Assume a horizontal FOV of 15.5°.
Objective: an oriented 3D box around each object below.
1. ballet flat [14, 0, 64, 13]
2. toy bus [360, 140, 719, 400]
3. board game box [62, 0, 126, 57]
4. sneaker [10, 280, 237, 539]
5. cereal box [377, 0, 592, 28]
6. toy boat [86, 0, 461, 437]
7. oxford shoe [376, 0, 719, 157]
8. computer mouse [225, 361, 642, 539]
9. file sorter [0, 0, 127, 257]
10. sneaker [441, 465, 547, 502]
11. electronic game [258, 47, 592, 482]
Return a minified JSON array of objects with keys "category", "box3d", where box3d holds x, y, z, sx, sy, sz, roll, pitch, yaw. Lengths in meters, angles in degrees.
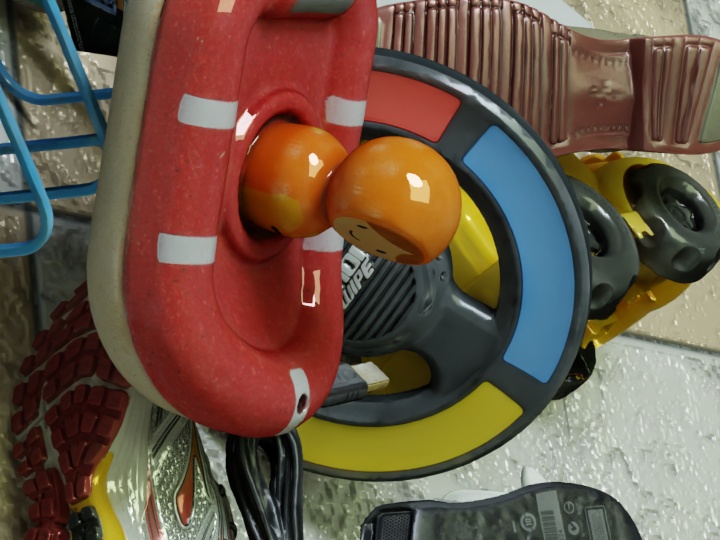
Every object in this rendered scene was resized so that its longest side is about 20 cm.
[{"category":"ballet flat","box3d":[-0.140,-0.203,1.203,0.067,0.068,0.201,38,51,-48]},{"category":"toy bus","box3d":[0.056,-0.035,1.274,0.200,0.136,0.192,-15,65,-50]},{"category":"board game box","box3d":[-0.092,-0.172,1.087,0.023,0.104,0.201,-53,144,-41]},{"category":"sneaker","box3d":[-0.095,0.089,1.087,0.082,0.078,0.201,22,64,-42]},{"category":"cereal box","box3d":[-0.007,-0.141,1.248,0.199,0.040,0.144,0,34,-39]},{"category":"toy boat","box3d":[-0.021,-0.032,1.022,0.130,0.130,0.201,-9,111,-58]},{"category":"oxford shoe","box3d":[0.077,-0.083,1.205,0.199,0.075,0.071,8,90,-21]},{"category":"computer mouse","box3d":[0.026,0.106,1.122,0.199,0.046,0.141,-8,76,-33]},{"category":"file sorter","box3d":[-0.162,-0.080,1.041,0.200,0.138,0.123,-49,127,-46]},{"category":"sneaker","box3d":[0.042,0.149,1.203,0.200,0.070,0.080,-19,68,-51]},{"category":"electronic game","box3d":[0.000,0.000,1.133,0.200,0.200,0.042,51,23,-13]}]
